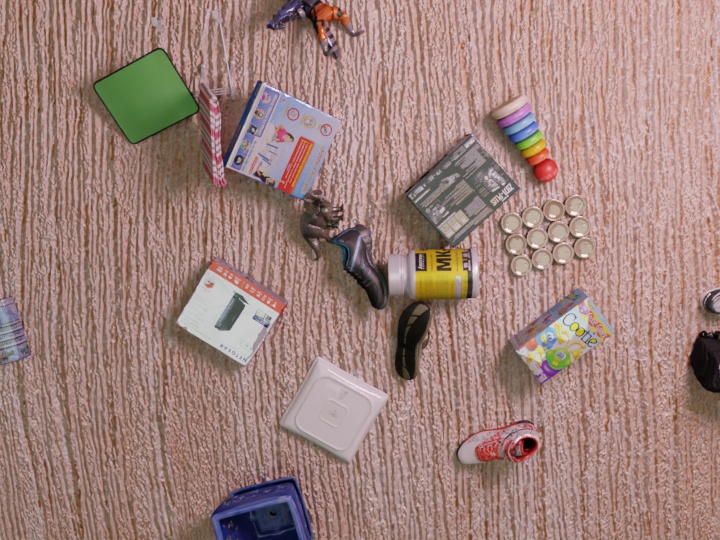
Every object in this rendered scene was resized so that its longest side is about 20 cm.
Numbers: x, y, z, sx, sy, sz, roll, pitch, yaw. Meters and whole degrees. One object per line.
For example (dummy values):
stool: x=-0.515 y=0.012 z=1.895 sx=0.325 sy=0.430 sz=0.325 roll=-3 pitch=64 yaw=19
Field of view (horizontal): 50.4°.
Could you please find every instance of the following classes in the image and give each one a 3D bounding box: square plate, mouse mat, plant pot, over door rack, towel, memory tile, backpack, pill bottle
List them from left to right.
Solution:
mouse mat: x=-0.474 y=-0.383 z=1.695 sx=0.200 sy=0.008 sz=0.161 roll=-22 pitch=116 yaw=17
over door rack: x=-0.356 y=-0.468 z=1.680 sx=0.147 sy=0.067 sz=0.201 roll=-7 pitch=119 yaw=4
towel: x=-0.321 y=-0.296 z=1.656 sx=0.030 sy=0.146 sz=0.201 roll=-7 pitch=118 yaw=-19
plant pot: x=-0.216 y=0.602 z=1.797 sx=0.199 sy=0.180 sz=0.201 roll=-15 pitch=97 yaw=5
square plate: x=-0.065 y=0.336 z=1.825 sx=0.200 sy=0.028 sz=0.198 roll=29 pitch=100 yaw=-3
pill bottle: x=0.162 y=0.009 z=1.719 sx=0.199 sy=0.114 sz=0.115 roll=-2 pitch=99 yaw=2
memory tile: x=0.426 y=-0.082 z=1.743 sx=0.199 sy=0.017 sz=0.154 roll=-15 pitch=98 yaw=5
backpack: x=0.860 y=0.229 z=1.717 sx=0.199 sy=0.167 sz=0.127 roll=11 pitch=119 yaw=-3

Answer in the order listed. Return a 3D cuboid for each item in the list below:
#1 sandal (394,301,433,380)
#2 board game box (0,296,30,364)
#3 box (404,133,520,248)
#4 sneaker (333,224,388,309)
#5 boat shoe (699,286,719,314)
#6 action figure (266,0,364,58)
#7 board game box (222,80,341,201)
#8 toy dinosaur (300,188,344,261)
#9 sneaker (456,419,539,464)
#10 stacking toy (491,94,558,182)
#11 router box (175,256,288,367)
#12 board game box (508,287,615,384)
sandal: x=0.126 y=0.159 z=1.775 sx=0.080 sy=0.057 sz=0.202 roll=30 pitch=121 yaw=34
board game box: x=-0.914 y=0.136 z=1.811 sx=0.199 sy=0.062 sz=0.201 roll=-14 pitch=99 yaw=5
box: x=0.224 y=-0.178 z=1.700 sx=0.200 sy=0.086 sz=0.164 roll=-43 pitch=95 yaw=8
sneaker: x=0.000 y=0.000 z=1.736 sx=0.082 sy=0.073 sz=0.201 roll=-20 pitch=90 yaw=-25
boat shoe: x=0.874 y=0.052 z=1.723 sx=0.200 sy=0.060 sz=0.076 roll=-25 pitch=97 yaw=6
action figure: x=-0.115 y=-0.543 z=1.651 sx=0.200 sy=0.105 sz=0.194 roll=-41 pitch=91 yaw=-17
board game box: x=-0.173 y=-0.283 z=1.681 sx=0.195 sy=0.056 sz=0.200 roll=22 pitch=100 yaw=-24
toy dinosaur: x=-0.095 y=-0.113 z=1.731 sx=0.102 sy=0.077 sz=0.200 roll=12 pitch=134 yaw=-11
sneaker: x=0.320 y=0.414 z=1.780 sx=0.201 sy=0.108 sz=0.067 roll=-22 pitch=98 yaw=6
stacking toy: x=0.371 y=-0.282 z=1.686 sx=0.085 sy=0.085 sz=0.200 roll=-30 pitch=102 yaw=7
router box: x=-0.299 y=0.097 z=1.785 sx=0.200 sy=0.049 sz=0.180 roll=32 pitch=99 yaw=-3
board game box: x=0.453 y=0.148 z=1.734 sx=0.200 sy=0.105 sz=0.103 roll=-38 pitch=96 yaw=8
